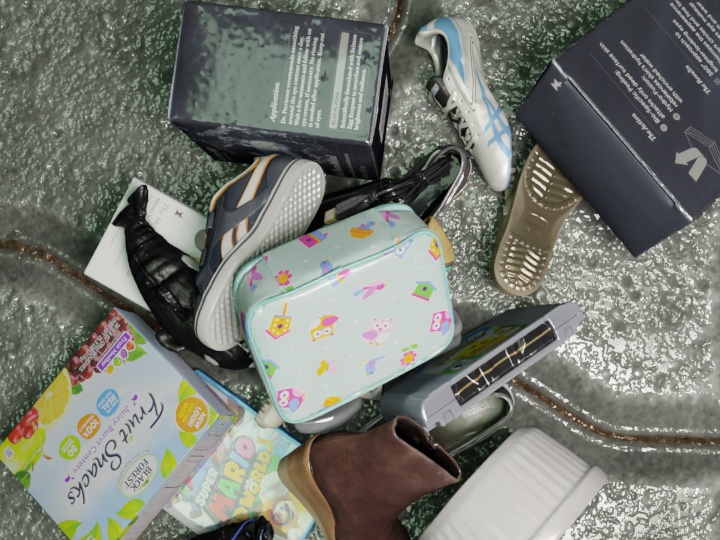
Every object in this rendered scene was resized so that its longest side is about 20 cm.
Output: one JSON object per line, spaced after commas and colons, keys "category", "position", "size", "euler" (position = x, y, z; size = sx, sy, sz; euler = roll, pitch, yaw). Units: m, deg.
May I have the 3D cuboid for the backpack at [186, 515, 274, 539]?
{"category": "backpack", "position": [-0.141, 0.359, 0.884], "size": [0.132, 0.200, 0.186], "euler": [-18, 92, 10]}

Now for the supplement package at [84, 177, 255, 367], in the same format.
{"category": "supplement package", "position": [-0.164, 0.006, 0.970], "size": [0.197, 0.110, 0.115], "euler": [28, 87, 5]}

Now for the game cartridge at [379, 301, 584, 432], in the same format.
{"category": "game cartridge", "position": [0.115, 0.093, 0.922], "size": [0.198, 0.133, 0.041], "euler": [-31, 91, -20]}

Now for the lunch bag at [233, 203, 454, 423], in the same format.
{"category": "lunch bag", "position": [-0.015, 0.042, 0.839], "size": [0.197, 0.163, 0.077], "euler": [-24, 39, -11]}

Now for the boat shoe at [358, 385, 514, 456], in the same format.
{"category": "boat shoe", "position": [0.068, 0.166, 0.961], "size": [0.197, 0.071, 0.073], "euler": [-28, 84, 1]}

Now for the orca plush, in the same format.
{"category": "orca plush", "position": [-0.171, 0.009, 0.878], "size": [0.104, 0.071, 0.203], "euler": [-25, 85, 2]}

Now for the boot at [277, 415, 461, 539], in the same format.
{"category": "boot", "position": [0.031, 0.222, 0.892], "size": [0.165, 0.073, 0.200], "euler": [-23, 124, 35]}

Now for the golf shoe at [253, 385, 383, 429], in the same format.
{"category": "golf shoe", "position": [-0.022, 0.112, 0.972], "size": [0.199, 0.078, 0.098], "euler": [-42, 91, -1]}

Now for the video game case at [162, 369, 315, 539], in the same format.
{"category": "video game case", "position": [-0.135, 0.223, 0.995], "size": [0.198, 0.018, 0.145], "euler": [33, 88, 6]}

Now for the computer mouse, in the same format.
{"category": "computer mouse", "position": [-0.008, -0.056, 0.930], "size": [0.197, 0.140, 0.047], "euler": [-14, 101, 32]}

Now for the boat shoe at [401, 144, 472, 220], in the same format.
{"category": "boat shoe", "position": [0.041, -0.060, 0.987], "size": [0.200, 0.063, 0.073], "euler": [-45, 83, -1]}

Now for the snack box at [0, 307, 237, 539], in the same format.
{"category": "snack box", "position": [-0.255, 0.172, 0.969], "size": [0.168, 0.068, 0.201], "euler": [41, 92, 15]}

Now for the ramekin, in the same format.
{"category": "ramekin", "position": [0.139, 0.241, 0.895], "size": [0.094, 0.202, 0.203], "euler": [43, 88, 17]}

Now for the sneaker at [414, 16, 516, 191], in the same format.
{"category": "sneaker", "position": [0.112, -0.175, 0.987], "size": [0.071, 0.072, 0.204], "euler": [-16, 78, -13]}

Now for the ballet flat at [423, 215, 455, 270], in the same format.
{"category": "ballet flat", "position": [0.000, 0.000, 0.930], "size": [0.197, 0.068, 0.064], "euler": [-22, 97, -16]}

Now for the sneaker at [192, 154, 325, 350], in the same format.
{"category": "sneaker", "position": [-0.110, -0.021, 0.870], "size": [0.078, 0.079, 0.202], "euler": [16, 65, 31]}

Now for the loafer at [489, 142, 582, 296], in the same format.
{"category": "loafer", "position": [0.182, -0.061, 0.979], "size": [0.075, 0.068, 0.202], "euler": [31, 71, -6]}

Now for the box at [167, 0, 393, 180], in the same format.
{"category": "box", "position": [-0.071, -0.174, 0.938], "size": [0.195, 0.197, 0.120], "euler": [8, 86, 4]}

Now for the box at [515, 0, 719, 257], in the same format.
{"category": "box", "position": [0.298, -0.161, 0.923], "size": [0.199, 0.118, 0.198], "euler": [-38, 84, -19]}

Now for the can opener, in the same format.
{"category": "can opener", "position": [0.016, 0.102, 0.922], "size": [0.197, 0.053, 0.067], "euler": [-26, 63, -12]}
